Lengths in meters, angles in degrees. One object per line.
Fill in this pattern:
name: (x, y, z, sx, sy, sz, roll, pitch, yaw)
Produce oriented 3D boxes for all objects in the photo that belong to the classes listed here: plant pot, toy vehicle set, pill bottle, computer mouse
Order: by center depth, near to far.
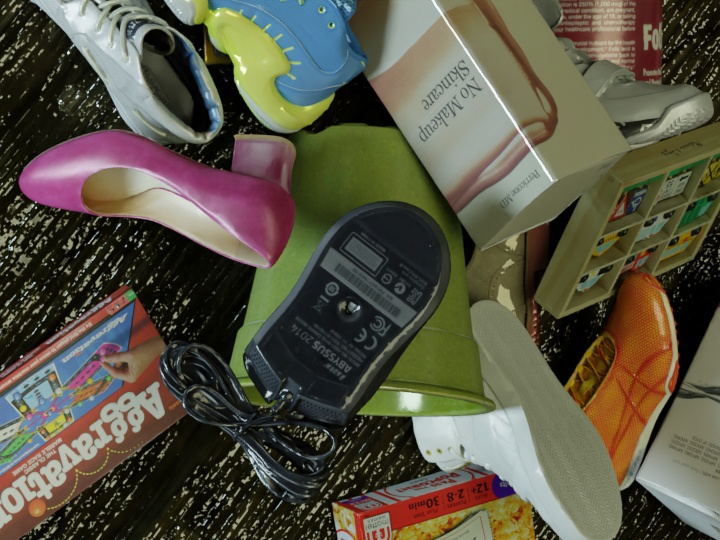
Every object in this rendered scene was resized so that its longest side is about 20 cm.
computer mouse: (-0.022, 0.040, 1.355, 0.138, 0.053, 0.200, 42, 85, 9)
plant pot: (0.000, 0.000, 1.479, 0.200, 0.200, 0.191, 7, 80, -28)
pill bottle: (0.171, -0.190, 1.573, 0.114, 0.114, 0.201, -4, 98, -27)
toy vehicle set: (0.219, -0.043, 1.589, 0.200, 0.026, 0.124, -20, 141, -48)

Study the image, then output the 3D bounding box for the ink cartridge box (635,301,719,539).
ink cartridge box: (0.315, 0.114, 1.668, 0.200, 0.084, 0.145, -63, 148, -8)

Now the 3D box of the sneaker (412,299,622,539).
sneaker: (0.110, 0.135, 1.549, 0.074, 0.116, 0.200, -10, 64, -41)

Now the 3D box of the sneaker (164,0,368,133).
sneaker: (-0.067, -0.189, 1.396, 0.105, 0.076, 0.200, -30, 124, 13)

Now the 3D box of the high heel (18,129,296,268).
high heel: (-0.140, -0.039, 1.392, 0.067, 0.199, 0.096, 78, 16, -53)

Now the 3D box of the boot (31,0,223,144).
boot: (-0.160, -0.171, 1.410, 0.074, 0.096, 0.200, -43, 113, -17)

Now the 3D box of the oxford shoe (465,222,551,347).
oxford shoe: (0.104, 0.027, 1.602, 0.075, 0.070, 0.201, 5, 99, 3)

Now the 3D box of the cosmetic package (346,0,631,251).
cosmetic package: (0.079, -0.128, 1.424, 0.087, 0.103, 0.200, -24, 75, -42)

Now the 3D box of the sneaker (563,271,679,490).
sneaker: (0.193, 0.094, 1.610, 0.077, 0.073, 0.200, -2, 118, -27)

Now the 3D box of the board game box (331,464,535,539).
board game box: (0.066, 0.258, 1.606, 0.151, 0.046, 0.201, -14, 102, -26)

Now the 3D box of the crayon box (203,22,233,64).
crayon box: (-0.032, -0.212, 1.499, 0.200, 0.052, 0.126, -4, 98, -28)

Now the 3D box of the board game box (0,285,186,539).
board game box: (-0.216, 0.109, 1.456, 0.200, 0.019, 0.103, -37, 112, -20)

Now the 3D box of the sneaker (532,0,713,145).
sneaker: (0.150, -0.144, 1.483, 0.075, 0.199, 0.115, -19, 105, -61)
